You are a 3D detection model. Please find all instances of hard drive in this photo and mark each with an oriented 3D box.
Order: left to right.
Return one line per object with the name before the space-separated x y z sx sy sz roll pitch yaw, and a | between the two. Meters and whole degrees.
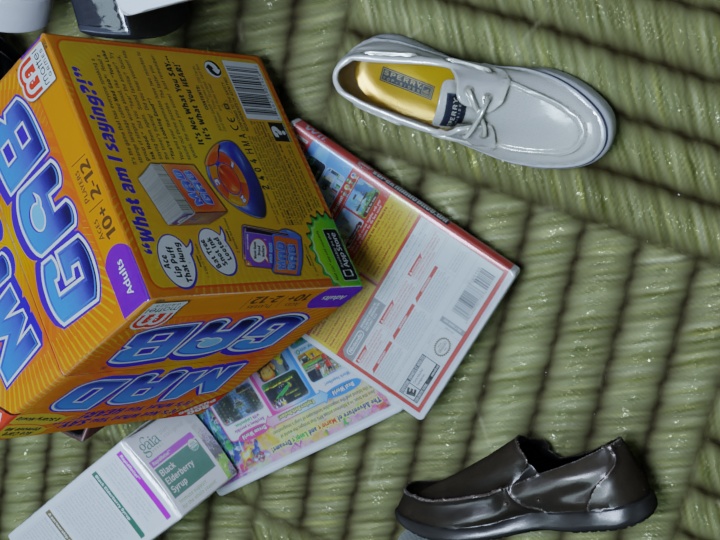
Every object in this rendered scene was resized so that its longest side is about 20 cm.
hard drive | -0.168 -0.223 1.040 0.042 0.200 0.135 -14 101 8

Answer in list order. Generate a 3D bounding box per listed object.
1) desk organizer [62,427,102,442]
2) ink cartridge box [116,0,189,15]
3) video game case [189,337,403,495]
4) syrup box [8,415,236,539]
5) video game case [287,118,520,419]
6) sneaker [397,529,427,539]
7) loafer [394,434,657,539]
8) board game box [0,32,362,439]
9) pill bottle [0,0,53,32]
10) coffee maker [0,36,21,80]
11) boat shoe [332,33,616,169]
desk organizer | -0.278 0.062 1.251 0.200 0.077 0.072 22 122 24
ink cartridge box | -0.059 -0.232 0.984 0.144 0.200 0.085 -9 104 28
video game case | -0.084 0.067 1.208 0.200 0.024 0.182 -28 95 30
syrup box | -0.200 0.195 1.261 0.200 0.079 0.081 -38 89 39
video game case | 0.000 0.000 1.125 0.200 0.017 0.143 35 115 8
sneaker | 0.118 0.263 1.164 0.200 0.070 0.080 23 131 20
loafer | 0.118 0.155 1.123 0.200 0.073 0.071 -9 94 23
board game box | -0.163 -0.021 1.069 0.200 0.200 0.200 -38 68 35
pill bottle | -0.257 -0.284 1.108 0.120 0.120 0.200 23 117 17
coffee maker | -0.368 -0.138 1.196 0.200 0.135 0.193 -2 90 18
boat shoe | 0.074 -0.113 1.039 0.200 0.070 0.071 22 116 18
